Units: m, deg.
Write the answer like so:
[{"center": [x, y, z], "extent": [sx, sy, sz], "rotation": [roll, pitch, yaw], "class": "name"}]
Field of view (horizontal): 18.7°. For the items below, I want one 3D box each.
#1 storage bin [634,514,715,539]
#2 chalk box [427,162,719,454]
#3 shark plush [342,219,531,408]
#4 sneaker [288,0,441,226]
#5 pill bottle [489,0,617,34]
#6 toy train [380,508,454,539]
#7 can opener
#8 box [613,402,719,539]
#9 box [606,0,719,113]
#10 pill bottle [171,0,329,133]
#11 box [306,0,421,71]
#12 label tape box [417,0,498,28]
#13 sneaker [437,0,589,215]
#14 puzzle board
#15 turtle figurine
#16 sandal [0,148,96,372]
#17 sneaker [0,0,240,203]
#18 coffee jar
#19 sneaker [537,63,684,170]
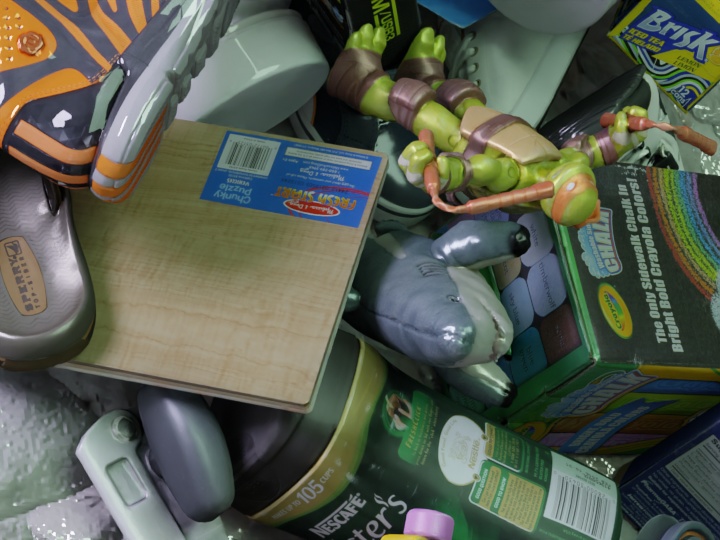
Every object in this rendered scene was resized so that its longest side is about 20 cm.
[{"center": [0.219, 0.219, 1.065], "extent": [0.146, 0.134, 0.201], "rotation": [-47, 122, -43], "class": "storage bin"}, {"center": [0.114, 0.020, 1.170], "extent": [0.199, 0.124, 0.125], "rotation": [5, 61, -34], "class": "chalk box"}, {"center": [0.000, 0.000, 1.070], "extent": [0.200, 0.091, 0.083], "rotation": [30, 28, 35], "class": "shark plush"}, {"center": [-0.005, -0.124, 1.212], "extent": [0.078, 0.079, 0.201], "rotation": [-21, 77, -42], "class": "sneaker"}, {"center": [0.146, -0.225, 1.249], "extent": [0.116, 0.116, 0.200], "rotation": [44, 51, -4], "class": "pill bottle"}, {"center": [0.011, 0.198, 1.002], "extent": [0.150, 0.055, 0.200], "rotation": [-58, 132, -38], "class": "toy train"}, {"center": [-0.066, 0.146, 1.016], "extent": [0.053, 0.066, 0.201], "rotation": [-25, 84, -40], "class": "can opener"}, {"center": [0.234, 0.113, 1.146], "extent": [0.121, 0.200, 0.032], "rotation": [45, 48, -3], "class": "box"}, {"center": [0.204, -0.164, 1.336], "extent": [0.070, 0.064, 0.200], "rotation": [43, 22, -5], "class": "box"}, {"center": [-0.106, -0.165, 1.142], "extent": [0.114, 0.114, 0.200], "rotation": [-21, 76, -41], "class": "pill bottle"}, {"center": [-0.039, -0.220, 1.100], "extent": [0.047, 0.193, 0.200], "rotation": [-28, 66, -9], "class": "box"}, {"center": [0.033, -0.242, 1.285], "extent": [0.200, 0.066, 0.143], "rotation": [40, 44, 18], "class": "label tape box"}, {"center": [0.070, -0.106, 1.268], "extent": [0.084, 0.073, 0.200], "rotation": [27, 44, 0], "class": "sneaker"}, {"center": [-0.099, -0.010, 1.045], "extent": [0.199, 0.017, 0.151], "rotation": [10, 54, 11], "class": "puzzle board"}, {"center": [0.070, -0.064, 1.081], "extent": [0.199, 0.065, 0.161], "rotation": [-16, 42, -40], "class": "turtle figurine"}, {"center": [-0.180, -0.043, 1.023], "extent": [0.081, 0.055, 0.201], "rotation": [-19, 59, -9], "class": "sandal"}, {"center": [-0.120, -0.132, 1.020], "extent": [0.112, 0.078, 0.200], "rotation": [24, 54, 2], "class": "sneaker"}, {"center": [0.022, 0.105, 1.071], "extent": [0.199, 0.104, 0.086], "rotation": [29, 51, -16], "class": "coffee jar"}, {"center": [0.152, -0.064, 1.239], "extent": [0.089, 0.074, 0.200], "rotation": [59, 13, 1], "class": "sneaker"}]
